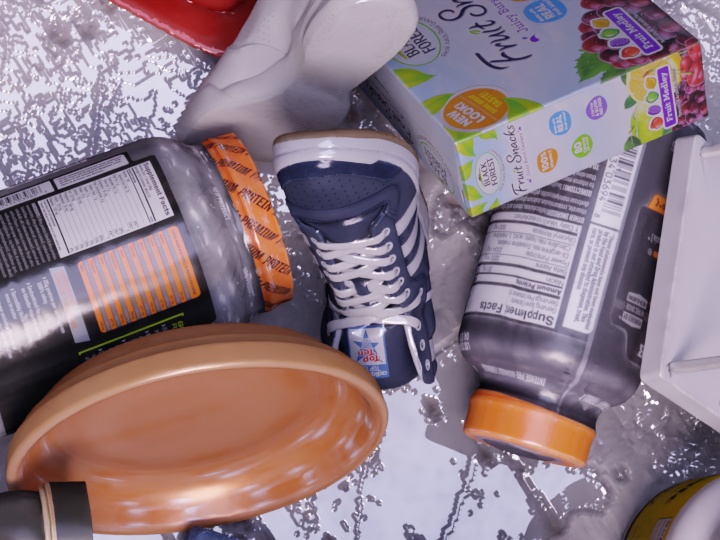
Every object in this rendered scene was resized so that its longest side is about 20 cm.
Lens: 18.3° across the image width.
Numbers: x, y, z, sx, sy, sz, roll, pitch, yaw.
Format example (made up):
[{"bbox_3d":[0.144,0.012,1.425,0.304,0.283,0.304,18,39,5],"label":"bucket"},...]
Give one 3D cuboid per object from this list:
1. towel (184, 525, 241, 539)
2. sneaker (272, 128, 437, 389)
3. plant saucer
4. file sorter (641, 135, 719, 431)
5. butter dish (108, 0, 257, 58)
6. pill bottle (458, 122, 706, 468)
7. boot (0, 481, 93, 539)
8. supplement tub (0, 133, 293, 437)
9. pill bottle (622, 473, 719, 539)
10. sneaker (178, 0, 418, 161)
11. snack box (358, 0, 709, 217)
[{"bbox_3d":[-0.079,0.245,1.199,0.111,0.049,0.201,20,82,12],"label":"towel"},{"bbox_3d":[0.000,0.000,1.163,0.069,0.200,0.110,-2,75,12],"label":"sneaker"},{"bbox_3d":[-0.085,0.080,1.154,0.198,0.201,0.038,-7,62,-10],"label":"plant saucer"},{"bbox_3d":[0.263,0.026,1.184,0.199,0.124,0.140,32,60,-39],"label":"file sorter"},{"bbox_3d":[-0.091,-0.245,1.200,0.198,0.148,0.201,28,81,-5],"label":"butter dish"},{"bbox_3d":[0.116,0.005,1.234,0.105,0.106,0.202,18,82,-8],"label":"pill bottle"},{"bbox_3d":[-0.209,0.200,1.149,0.137,0.078,0.202,-1,109,-13],"label":"boot"},{"bbox_3d":[-0.143,0.006,1.180,0.198,0.123,0.124,-20,88,-11],"label":"supplement tub"},{"bbox_3d":[0.205,0.162,1.182,0.110,0.200,0.112,1,83,-5],"label":"pill bottle"},{"bbox_3d":[-0.033,-0.128,1.192,0.075,0.200,0.089,11,60,-32],"label":"sneaker"},{"bbox_3d":[0.076,-0.120,1.199,0.141,0.200,0.053,-24,127,-11],"label":"snack box"}]
